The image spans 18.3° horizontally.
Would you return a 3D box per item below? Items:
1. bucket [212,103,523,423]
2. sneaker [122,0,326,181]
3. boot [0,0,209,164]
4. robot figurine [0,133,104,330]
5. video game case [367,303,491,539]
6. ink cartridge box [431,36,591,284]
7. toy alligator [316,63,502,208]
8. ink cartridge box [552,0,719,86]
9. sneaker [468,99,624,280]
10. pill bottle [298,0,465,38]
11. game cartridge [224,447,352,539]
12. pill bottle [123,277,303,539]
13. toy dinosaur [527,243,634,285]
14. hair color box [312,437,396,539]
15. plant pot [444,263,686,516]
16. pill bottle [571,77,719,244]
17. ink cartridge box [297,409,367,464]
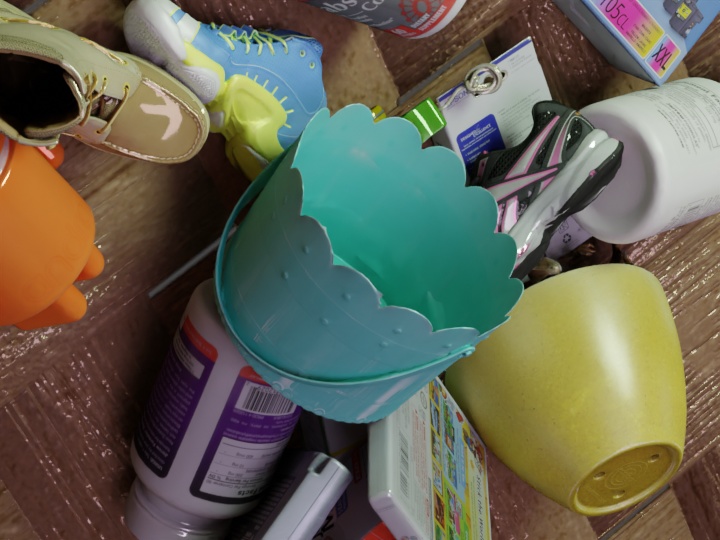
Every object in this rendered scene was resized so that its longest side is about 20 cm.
[{"bbox_3d":[0.000,0.000,1.604,0.206,0.208,0.135,12,134,-36],"label":"bucket"},{"bbox_3d":[-0.091,-0.154,1.628,0.105,0.075,0.200,-54,136,-16],"label":"sneaker"},{"bbox_3d":[-0.185,-0.113,1.492,0.199,0.156,0.073,28,99,-18],"label":"boot"},{"bbox_3d":[-0.261,-0.042,1.532,0.144,0.117,0.200,-45,128,-5],"label":"robot figurine"},{"bbox_3d":[0.053,0.153,1.705,0.023,0.201,0.182,-21,128,17],"label":"video game case"},{"bbox_3d":[0.119,-0.087,1.803,0.099,0.039,0.201,-33,125,-17],"label":"ink cartridge box"},{"bbox_3d":[0.024,-0.096,1.699,0.199,0.054,0.059,-34,97,4],"label":"toy alligator"},{"bbox_3d":[0.245,-0.269,1.784,0.136,0.076,0.201,40,85,-38],"label":"ink cartridge box"},{"bbox_3d":[0.113,-0.049,1.750,0.200,0.086,0.080,-46,164,5],"label":"sneaker"},{"bbox_3d":[-0.020,-0.245,1.597,0.199,0.116,0.117,15,102,-35],"label":"pill bottle"},{"bbox_3d":[-0.071,0.198,1.706,0.041,0.200,0.133,41,81,-7],"label":"game cartridge"},{"bbox_3d":[-0.108,0.115,1.689,0.111,0.112,0.201,7,120,-34],"label":"pill bottle"},{"bbox_3d":[0.180,0.021,1.871,0.106,0.061,0.200,-28,147,1],"label":"toy dinosaur"},{"bbox_3d":[-0.033,0.238,1.755,0.064,0.111,0.200,34,112,-24],"label":"hair color box"},{"bbox_3d":[0.186,0.113,1.819,0.199,0.143,0.201,-18,147,-12],"label":"plant pot"},{"bbox_3d":[0.260,-0.096,1.825,0.199,0.114,0.115,-18,120,-45],"label":"pill bottle"},{"bbox_3d":[-0.006,0.056,1.771,0.103,0.059,0.201,-24,121,-22],"label":"ink cartridge box"}]
